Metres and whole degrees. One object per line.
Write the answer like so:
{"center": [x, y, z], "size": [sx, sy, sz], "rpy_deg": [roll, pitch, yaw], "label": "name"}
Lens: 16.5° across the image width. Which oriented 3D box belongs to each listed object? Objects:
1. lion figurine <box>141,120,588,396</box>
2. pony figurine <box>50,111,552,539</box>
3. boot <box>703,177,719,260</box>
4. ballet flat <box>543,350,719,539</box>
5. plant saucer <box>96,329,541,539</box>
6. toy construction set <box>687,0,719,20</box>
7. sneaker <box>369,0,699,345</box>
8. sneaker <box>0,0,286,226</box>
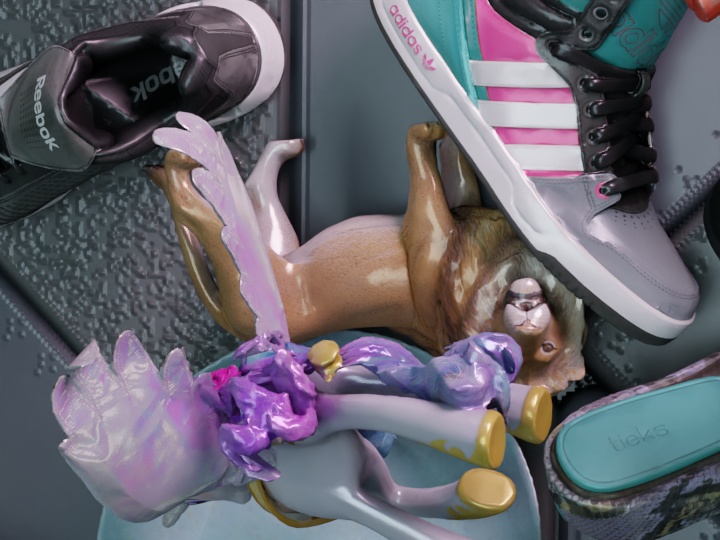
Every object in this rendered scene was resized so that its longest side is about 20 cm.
{"center": [0.000, 0.000, 1.082], "size": [0.200, 0.072, 0.123], "rpy_deg": [-4, 92, 22], "label": "lion figurine"}
{"center": [-0.029, 0.056, 0.998], "size": [0.200, 0.167, 0.193], "rpy_deg": [9, 140, 22], "label": "pony figurine"}
{"center": [0.184, -0.017, 0.944], "size": [0.073, 0.162, 0.198], "rpy_deg": [-45, 51, 0], "label": "boot"}
{"center": [0.170, 0.063, 1.037], "size": [0.200, 0.072, 0.072], "rpy_deg": [-19, 92, -8], "label": "ballet flat"}
{"center": [-0.016, 0.127, 1.095], "size": [0.201, 0.039, 0.201], "rpy_deg": [-4, 72, 13], "label": "plant saucer"}
{"center": [0.228, -0.126, 0.964], "size": [0.200, 0.092, 0.131], "rpy_deg": [-25, 130, 7], "label": "toy construction set"}
{"center": [0.106, -0.078, 1.037], "size": [0.121, 0.084, 0.200], "rpy_deg": [-39, 84, 26], "label": "sneaker"}
{"center": [-0.135, -0.067, 1.099], "size": [0.200, 0.090, 0.066], "rpy_deg": [-22, 90, 17], "label": "sneaker"}
